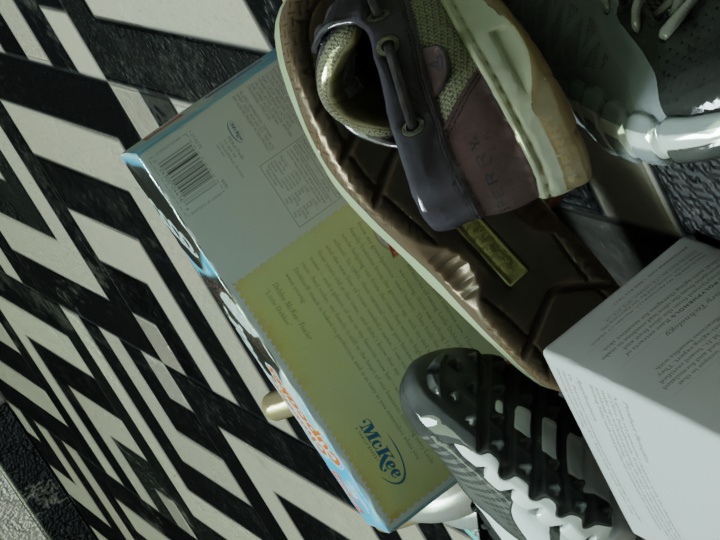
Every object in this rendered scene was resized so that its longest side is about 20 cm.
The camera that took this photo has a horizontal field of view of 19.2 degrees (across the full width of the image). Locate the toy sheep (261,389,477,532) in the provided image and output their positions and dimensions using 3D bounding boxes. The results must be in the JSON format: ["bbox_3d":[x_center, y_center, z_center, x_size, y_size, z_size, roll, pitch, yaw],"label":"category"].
[{"bbox_3d":[0.034,0.056,1.028,0.200,0.138,0.138,45,170,-31],"label":"toy sheep"}]

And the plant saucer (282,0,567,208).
[{"bbox_3d":[0.024,-0.108,0.901,0.200,0.032,0.200,48,163,19],"label":"plant saucer"}]

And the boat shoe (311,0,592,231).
[{"bbox_3d":[0.014,-0.076,0.738,0.200,0.065,0.072,57,171,53],"label":"boat shoe"}]

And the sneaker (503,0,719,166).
[{"bbox_3d":[0.078,-0.103,0.695,0.116,0.075,0.200,62,162,-19],"label":"sneaker"}]

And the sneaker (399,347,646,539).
[{"bbox_3d":[0.078,0.107,0.915,0.200,0.066,0.090,35,129,-27],"label":"sneaker"}]

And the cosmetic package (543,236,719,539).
[{"bbox_3d":[0.168,0.072,0.781,0.200,0.085,0.108,26,149,55],"label":"cosmetic package"}]

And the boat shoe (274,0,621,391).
[{"bbox_3d":[0.030,-0.034,0.872,0.200,0.072,0.076,55,175,-9],"label":"boat shoe"}]

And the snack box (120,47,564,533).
[{"bbox_3d":[0.000,0.000,0.926,0.200,0.116,0.037,57,166,-13],"label":"snack box"}]

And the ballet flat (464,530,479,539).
[{"bbox_3d":[0.119,0.145,1.121,0.200,0.072,0.072,46,162,22],"label":"ballet flat"}]
